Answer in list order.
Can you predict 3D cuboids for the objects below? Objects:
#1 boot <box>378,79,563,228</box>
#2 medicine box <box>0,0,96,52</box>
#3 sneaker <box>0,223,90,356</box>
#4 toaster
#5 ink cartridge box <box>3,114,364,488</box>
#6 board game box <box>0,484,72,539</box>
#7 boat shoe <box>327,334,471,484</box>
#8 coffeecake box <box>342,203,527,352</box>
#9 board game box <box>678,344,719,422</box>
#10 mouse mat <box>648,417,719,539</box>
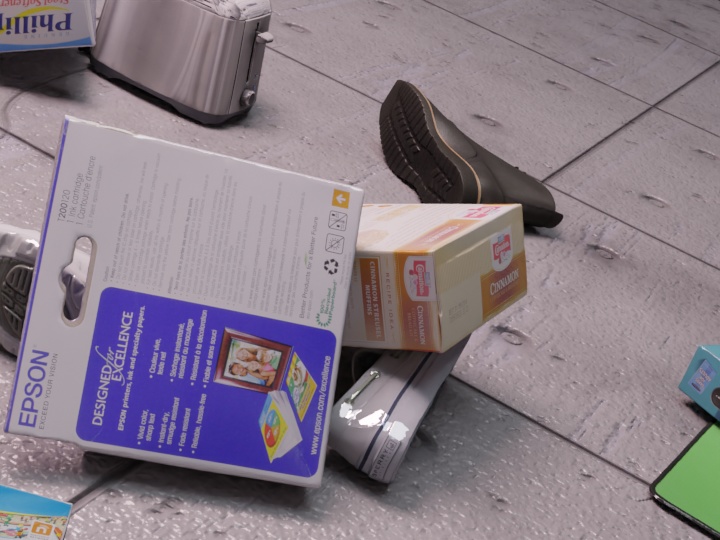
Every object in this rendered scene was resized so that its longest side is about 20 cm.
[{"bbox_3d":[0.109,-0.111,1.414,0.138,0.078,0.200,8,41,-33],"label":"boot"},{"bbox_3d":[-0.348,-0.286,1.314,0.182,0.103,0.200,-6,30,-7],"label":"medicine box"},{"bbox_3d":[-0.175,0.026,0.931,0.200,0.078,0.099,29,18,-2],"label":"sneaker"},{"bbox_3d":[-0.182,-0.244,1.382,0.200,0.129,0.114,27,25,15],"label":"toaster"},{"bbox_3d":[-0.107,0.022,0.855,0.200,0.199,0.043,13,-13,-19],"label":"ink cartridge box"},{"bbox_3d":[-0.223,0.166,0.610,0.147,0.064,0.200,17,24,-8],"label":"board game box"},{"bbox_3d":[0.027,0.070,0.969,0.067,0.074,0.200,28,27,6],"label":"boat shoe"},{"bbox_3d":[0.000,0.000,1.001,0.200,0.073,0.153,1,14,29],"label":"coffeecake box"},{"bbox_3d":[0.389,0.120,1.163,0.200,0.047,0.151,1,30,-40],"label":"board game box"},{"bbox_3d":[0.320,0.177,1.055,0.161,0.008,0.200,31,26,21],"label":"mouse mat"}]
